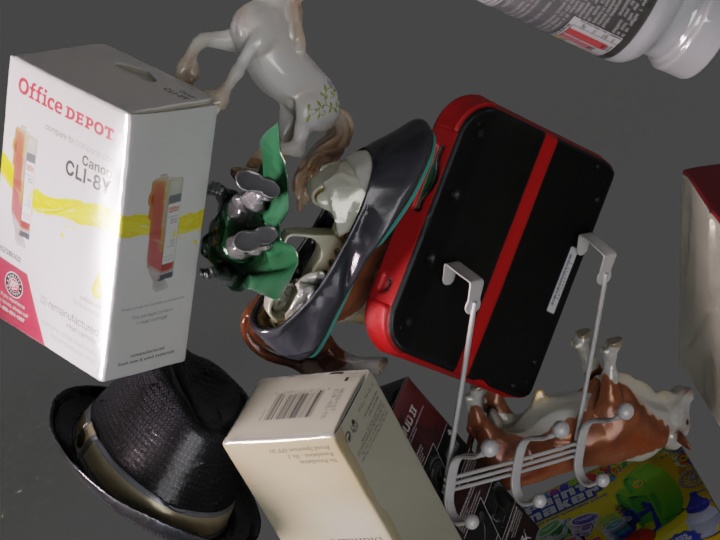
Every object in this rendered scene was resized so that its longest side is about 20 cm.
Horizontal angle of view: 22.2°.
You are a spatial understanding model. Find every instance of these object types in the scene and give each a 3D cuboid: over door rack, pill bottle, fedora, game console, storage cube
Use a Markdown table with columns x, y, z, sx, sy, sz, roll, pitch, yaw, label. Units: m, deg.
| x | y | z | sx | sy | sz | roll | pitch | yaw | label |
| --- | --- | --- | --- | --- | --- | --- | --- | --- | --- |
| 0.133 | 0.085 | 1.369 | 0.147 | 0.066 | 0.202 | -11 | 108 | -34 | over door rack |
| 0.166 | -0.219 | 1.310 | 0.198 | 0.116 | 0.117 | 23 | 108 | -16 | pill bottle |
| -0.135 | 0.118 | 1.364 | 0.199 | 0.201 | 0.092 | 28 | 105 | -17 | fedora |
| 0.098 | -0.016 | 1.379 | 0.176 | 0.031 | 0.202 | 21 | 91 | -41 | game console |
| 0.351 | 0.019 | 1.404 | 0.177 | 0.171 | 0.202 | -6 | 114 | -3 | storage cube |

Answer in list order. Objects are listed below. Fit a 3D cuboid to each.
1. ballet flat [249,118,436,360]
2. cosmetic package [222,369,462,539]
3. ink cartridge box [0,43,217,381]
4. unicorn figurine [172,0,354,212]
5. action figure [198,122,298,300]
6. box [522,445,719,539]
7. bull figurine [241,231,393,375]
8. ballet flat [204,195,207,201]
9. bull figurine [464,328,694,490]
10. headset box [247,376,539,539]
| x | y | z | sx | sy | sz | roll | pitch | yaw | label |
| --- | --- | --- | --- | --- | --- | --- | --- | --- | --- |
| -0.019 | -0.027 | 1.308 | 0.073 | 0.073 | 0.201 | 26 | 105 | -17 | ballet flat |
| -0.006 | 0.172 | 1.339 | 0.103 | 0.073 | 0.201 | -7 | 124 | 33 | cosmetic package |
| -0.188 | -0.045 | 1.312 | 0.083 | 0.144 | 0.202 | -12 | 120 | -45 | ink cartridge box |
| -0.064 | -0.152 | 1.330 | 0.137 | 0.074 | 0.201 | -45 | 134 | -19 | unicorn figurine |
| -0.087 | -0.027 | 1.309 | 0.054 | 0.200 | 0.120 | 5 | 81 | -12 | action figure |
| 0.208 | 0.263 | 1.474 | 0.198 | 0.193 | 0.123 | -26 | 114 | 3 | box |
| 0.000 | 0.000 | 1.395 | 0.121 | 0.065 | 0.200 | 41 | 101 | -12 | bull figurine |
| -0.148 | -0.043 | 1.381 | 0.062 | 0.067 | 0.202 | -5 | 120 | -37 | ballet flat |
| 0.175 | 0.116 | 1.479 | 0.198 | 0.065 | 0.123 | -19 | 110 | -2 | bull figurine |
| 0.020 | 0.180 | 1.443 | 0.148 | 0.078 | 0.200 | -23 | 117 | 39 | headset box |
